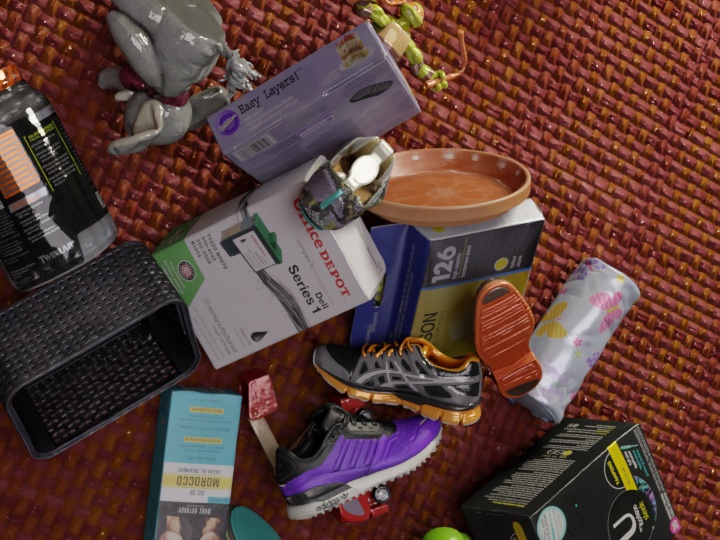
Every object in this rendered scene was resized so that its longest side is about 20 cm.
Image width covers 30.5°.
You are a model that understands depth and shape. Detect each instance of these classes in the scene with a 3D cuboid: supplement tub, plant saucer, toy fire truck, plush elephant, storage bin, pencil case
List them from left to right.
[{"bbox_3d":[-0.336,-0.093,1.308,0.122,0.122,0.202,-30,104,-17],"label":"supplement tub"},{"bbox_3d":[-0.273,0.079,1.325,0.199,0.094,0.136,-31,148,-17],"label":"storage bin"},{"bbox_3d":[-0.206,-0.201,1.351,0.200,0.164,0.155,46,117,14],"label":"plush elephant"},{"bbox_3d":[-0.052,0.197,1.479,0.139,0.049,0.203,-16,100,-20],"label":"toy fire truck"},{"bbox_3d":[0.086,-0.089,1.439,0.198,0.200,0.033,-11,115,-20],"label":"plant saucer"},{"bbox_3d":[0.253,0.084,1.576,0.091,0.083,0.201,39,79,-31],"label":"pencil case"}]

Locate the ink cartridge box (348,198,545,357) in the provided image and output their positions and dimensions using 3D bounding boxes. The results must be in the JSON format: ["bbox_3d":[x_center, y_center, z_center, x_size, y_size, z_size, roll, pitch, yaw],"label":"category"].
[{"bbox_3d":[0.095,0.021,1.473,0.197,0.047,0.199,-13,137,-23],"label":"ink cartridge box"}]

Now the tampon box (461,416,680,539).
[{"bbox_3d":[0.246,0.288,1.539,0.199,0.126,0.151,-34,106,-31],"label":"tampon box"}]

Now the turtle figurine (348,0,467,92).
[{"bbox_3d":[0.016,-0.249,1.468,0.162,0.064,0.200,-49,124,-2],"label":"turtle figurine"}]

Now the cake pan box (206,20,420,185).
[{"bbox_3d":[-0.045,-0.158,1.361,0.198,0.184,0.053,-31,73,8],"label":"cake pan box"}]

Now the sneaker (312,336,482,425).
[{"bbox_3d":[0.044,0.108,1.468,0.197,0.078,0.078,14,107,5],"label":"sneaker"}]

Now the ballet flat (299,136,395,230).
[{"bbox_3d":[0.002,-0.097,1.323,0.071,0.200,0.073,6,113,15],"label":"ballet flat"}]

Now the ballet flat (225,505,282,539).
[{"bbox_3d":[-0.090,0.350,1.458,0.200,0.071,0.071,44,77,5],"label":"ballet flat"}]

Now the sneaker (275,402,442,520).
[{"bbox_3d":[-0.005,0.185,1.434,0.198,0.069,0.101,-25,100,-19],"label":"sneaker"}]

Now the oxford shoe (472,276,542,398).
[{"bbox_3d":[0.150,0.063,1.459,0.070,0.073,0.201,-23,141,-4],"label":"oxford shoe"}]

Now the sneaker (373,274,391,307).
[{"bbox_3d":[0.000,0.000,1.473,0.198,0.076,0.077,17,86,-23],"label":"sneaker"}]

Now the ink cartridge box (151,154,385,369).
[{"bbox_3d":[-0.094,-0.008,1.378,0.198,0.084,0.147,-25,104,21],"label":"ink cartridge box"}]

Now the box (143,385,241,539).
[{"bbox_3d":[-0.183,0.229,1.429,0.081,0.049,0.203,6,91,-22],"label":"box"}]

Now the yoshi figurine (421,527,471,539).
[{"bbox_3d":[0.054,0.359,1.504,0.199,0.112,0.113,-36,99,-19],"label":"yoshi figurine"}]
